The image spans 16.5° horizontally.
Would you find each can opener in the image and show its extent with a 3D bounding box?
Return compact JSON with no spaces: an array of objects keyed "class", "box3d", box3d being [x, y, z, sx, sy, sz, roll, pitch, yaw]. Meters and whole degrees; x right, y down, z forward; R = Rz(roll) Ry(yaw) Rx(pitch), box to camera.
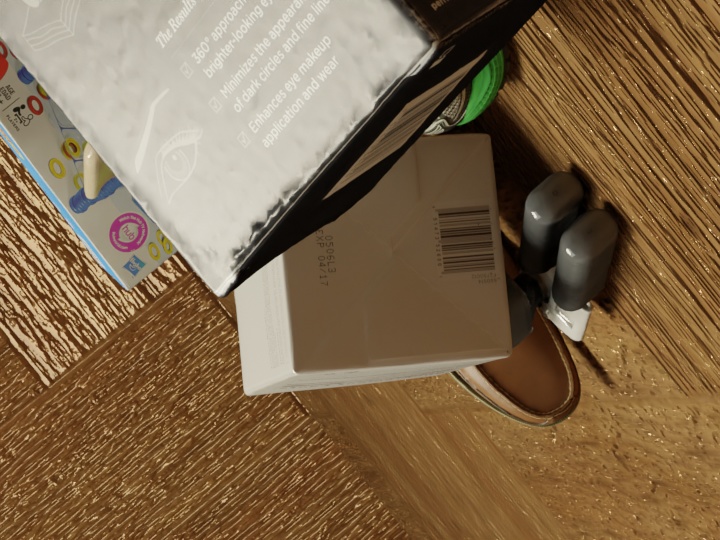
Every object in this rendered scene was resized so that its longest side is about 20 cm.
[{"class":"can opener","box3d":[0.096,0.007,1.331,0.053,0.067,0.200,48,172,12]}]

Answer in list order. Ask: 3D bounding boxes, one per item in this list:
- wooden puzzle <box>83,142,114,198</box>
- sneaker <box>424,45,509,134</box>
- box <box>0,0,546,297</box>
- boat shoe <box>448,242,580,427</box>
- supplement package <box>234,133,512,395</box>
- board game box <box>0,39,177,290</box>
[{"class":"wooden puzzle","box3d":[-0.055,-0.069,1.379,0.185,0.200,0.037,142,117,-82]},{"class":"sneaker","box3d":[0.012,-0.118,1.170,0.078,0.085,0.200,47,172,26]},{"class":"box","box3d":[-0.045,-0.133,1.012,0.200,0.117,0.197,50,138,5]},{"class":"boat shoe","box3d":[0.066,0.015,1.520,0.200,0.072,0.068,51,173,-2]},{"class":"supplement package","box3d":[0.000,0.000,1.371,0.200,0.120,0.122,153,112,-79]},{"class":"board game box","box3d":[-0.128,-0.126,1.518,0.200,0.196,0.056,55,171,-29]}]
